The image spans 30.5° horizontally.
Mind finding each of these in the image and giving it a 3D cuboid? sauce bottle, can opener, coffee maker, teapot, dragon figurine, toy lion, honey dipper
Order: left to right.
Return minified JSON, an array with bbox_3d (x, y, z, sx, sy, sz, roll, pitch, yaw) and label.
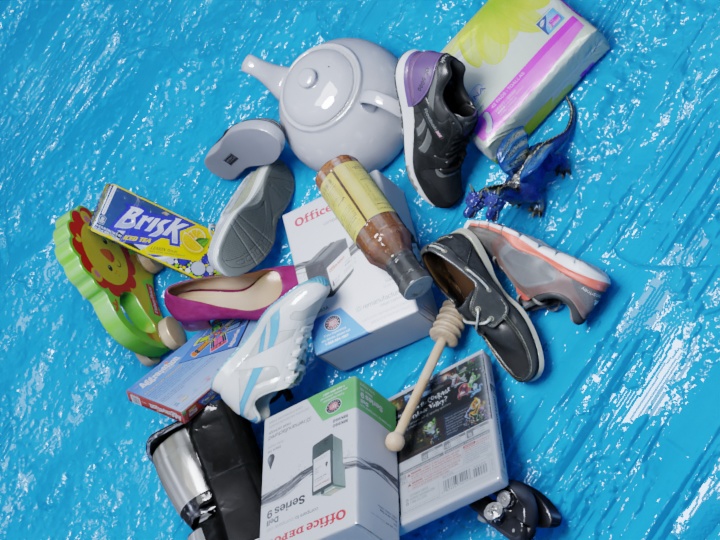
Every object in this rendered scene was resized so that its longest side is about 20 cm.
[{"bbox_3d":[-0.331,0.013,1.770,0.068,0.191,0.201,-31,61,18],"label":"toy lion"},{"bbox_3d":[-0.147,0.265,1.613,0.191,0.134,0.201,-37,60,14],"label":"coffee maker"},{"bbox_3d":[-0.029,-0.219,1.697,0.199,0.146,0.199,-27,62,19],"label":"teapot"},{"bbox_3d":[0.017,-0.049,1.564,0.066,0.066,0.201,-40,60,13],"label":"sauce bottle"},{"bbox_3d":[0.074,0.124,1.544,0.038,0.038,0.201,10,58,32],"label":"honey dipper"},{"bbox_3d":[0.135,0.244,1.495,0.199,0.078,0.064,31,90,44],"label":"can opener"},{"bbox_3d":[0.199,-0.129,1.557,0.059,0.099,0.201,33,86,34],"label":"dragon figurine"}]

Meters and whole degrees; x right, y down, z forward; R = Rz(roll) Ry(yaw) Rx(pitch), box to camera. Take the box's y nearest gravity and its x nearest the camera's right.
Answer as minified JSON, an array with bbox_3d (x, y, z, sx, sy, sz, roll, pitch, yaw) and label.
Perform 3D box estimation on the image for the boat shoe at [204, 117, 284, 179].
[{"bbox_3d":[-0.151,-0.174,1.759,0.199,0.068,0.057,-17,40,60],"label":"boat shoe"}]

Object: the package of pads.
[{"bbox_3d":[0.183,-0.255,1.629,0.200,0.068,0.155,-47,57,8],"label":"package of pads"}]

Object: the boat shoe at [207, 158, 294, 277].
[{"bbox_3d":[-0.150,-0.066,1.732,0.064,0.075,0.203,-15,38,37],"label":"boat shoe"}]

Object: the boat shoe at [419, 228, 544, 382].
[{"bbox_3d":[0.139,0.047,1.533,0.201,0.067,0.072,58,136,13],"label":"boat shoe"}]

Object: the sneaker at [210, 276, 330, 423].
[{"bbox_3d":[-0.092,0.092,1.583,0.081,0.076,0.201,42,108,12],"label":"sneaker"}]

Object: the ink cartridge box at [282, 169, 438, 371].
[{"bbox_3d":[0.000,0.000,1.640,0.144,0.084,0.202,-24,63,18],"label":"ink cartridge box"}]

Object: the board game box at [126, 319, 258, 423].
[{"bbox_3d":[-0.192,0.116,1.679,0.102,0.020,0.200,16,42,36],"label":"board game box"}]

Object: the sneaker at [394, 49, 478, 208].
[{"bbox_3d":[0.101,-0.163,1.583,0.087,0.202,0.076,11,36,43],"label":"sneaker"}]

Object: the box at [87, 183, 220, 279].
[{"bbox_3d":[-0.255,-0.043,1.744,0.071,0.199,0.064,-65,17,-4],"label":"box"}]

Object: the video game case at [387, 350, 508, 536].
[{"bbox_3d":[0.075,0.207,1.523,0.199,0.023,0.183,-30,41,25],"label":"video game case"}]

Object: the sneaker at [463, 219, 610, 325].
[{"bbox_3d":[0.191,0.002,1.539,0.199,0.077,0.083,28,98,37],"label":"sneaker"}]

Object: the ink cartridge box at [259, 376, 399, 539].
[{"bbox_3d":[-0.035,0.244,1.514,0.145,0.084,0.201,-28,41,26],"label":"ink cartridge box"}]

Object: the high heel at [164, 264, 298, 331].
[{"bbox_3d":[-0.150,0.025,1.689,0.198,0.096,0.068,-22,63,-2],"label":"high heel"}]
